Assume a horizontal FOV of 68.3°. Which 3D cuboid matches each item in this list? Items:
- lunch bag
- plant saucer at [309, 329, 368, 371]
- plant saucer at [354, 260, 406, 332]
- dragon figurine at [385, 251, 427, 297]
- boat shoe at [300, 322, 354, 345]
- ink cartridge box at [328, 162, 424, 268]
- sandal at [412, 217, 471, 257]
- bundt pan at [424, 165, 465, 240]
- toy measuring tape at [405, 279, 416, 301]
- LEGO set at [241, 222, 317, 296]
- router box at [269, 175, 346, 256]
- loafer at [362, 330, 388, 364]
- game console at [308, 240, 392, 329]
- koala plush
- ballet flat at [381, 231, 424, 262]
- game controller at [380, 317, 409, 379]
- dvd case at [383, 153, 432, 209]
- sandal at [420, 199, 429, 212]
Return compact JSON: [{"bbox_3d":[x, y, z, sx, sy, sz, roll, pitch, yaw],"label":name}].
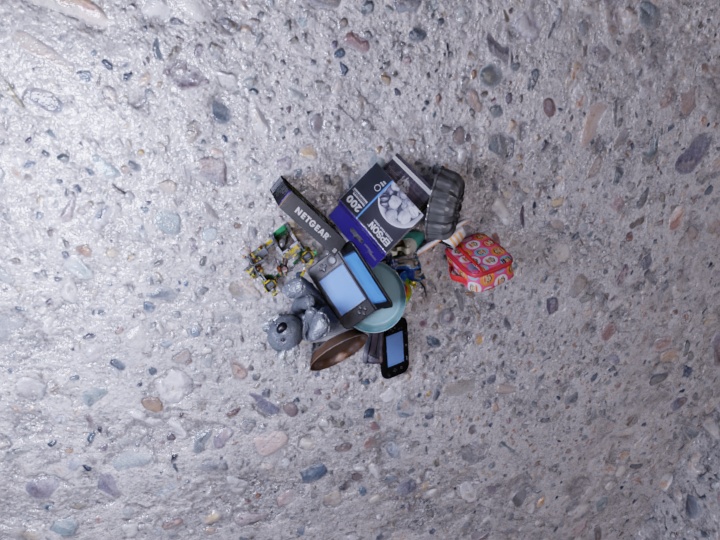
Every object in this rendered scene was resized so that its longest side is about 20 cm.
[{"bbox_3d":[0.336,-0.020,1.563,0.170,0.201,0.084,-21,123,-10],"label":"lunch bag"},{"bbox_3d":[-0.067,0.229,1.558,0.195,0.035,0.202,-27,160,-10],"label":"plant saucer"},{"bbox_3d":[0.032,0.071,1.476,0.191,0.027,0.209,2,104,10],"label":"plant saucer"},{"bbox_3d":[0.132,0.010,1.525,0.096,0.060,0.202,-21,138,5],"label":"dragon figurine"},{"bbox_3d":[-0.111,0.158,1.553,0.192,0.072,0.071,-9,114,-7],"label":"boat shoe"},{"bbox_3d":[0.038,-0.148,1.427,0.200,0.043,0.199,-44,81,4],"label":"ink cartridge box"},{"bbox_3d":[0.249,-0.081,1.568,0.203,0.079,0.060,-34,90,3],"label":"sandal"},{"bbox_3d":[0.237,-0.176,1.458,0.073,0.202,0.210,14,111,16],"label":"bundt pan"},{"bbox_3d":[0.088,0.084,1.585,0.195,0.074,0.075,-30,119,-5],"label":"toy measuring tape"},{"bbox_3d":[-0.209,-0.020,1.407,0.195,0.116,0.157,-29,119,-6],"label":"LEGO set"},{"bbox_3d":[-0.136,-0.141,1.362,0.052,0.158,0.199,-46,118,5],"label":"router box"},{"bbox_3d":[0.056,0.193,1.555,0.060,0.203,0.074,10,134,10],"label":"loafer"},{"bbox_3d":[-0.030,0.045,1.405,0.173,0.117,0.203,-33,96,11],"label":"game console"},{"bbox_3d":[-0.173,0.151,1.450,0.198,0.180,0.184,-38,163,4],"label":"koala plush"},{"bbox_3d":[0.106,-0.060,1.533,0.192,0.071,0.070,-14,120,-14],"label":"ballet flat"},{"bbox_3d":[0.106,0.245,1.677,0.100,0.042,0.208,-12,116,-15],"label":"game controller"},{"bbox_3d":[0.087,-0.194,1.455,0.148,0.016,0.201,43,96,9],"label":"dvd case"},{"bbox_3d":[0.128,-0.163,1.505,0.197,0.080,0.055,-37,98,3],"label":"sandal"}]
